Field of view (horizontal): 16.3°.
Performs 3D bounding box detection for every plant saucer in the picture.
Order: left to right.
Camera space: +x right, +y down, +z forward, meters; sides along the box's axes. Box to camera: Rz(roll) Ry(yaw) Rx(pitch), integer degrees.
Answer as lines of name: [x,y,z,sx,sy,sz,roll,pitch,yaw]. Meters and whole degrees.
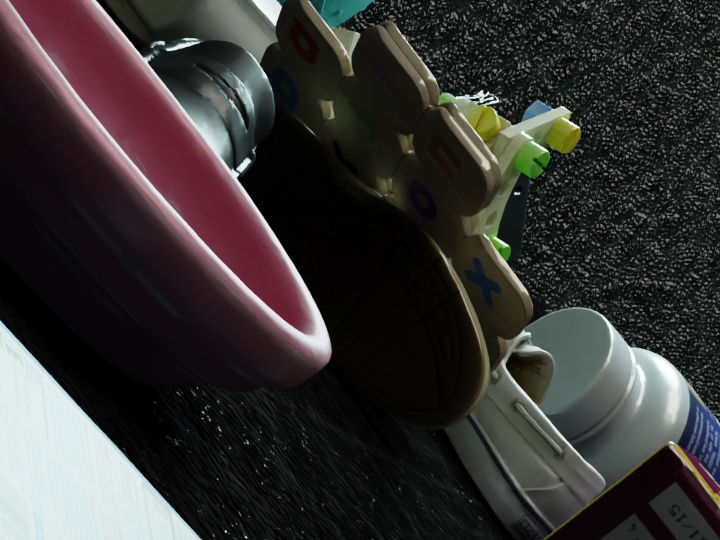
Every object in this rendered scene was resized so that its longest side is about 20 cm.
plant saucer: [-0.088,-0.038,0.757,0.201,0.051,0.201,51,6,-7]

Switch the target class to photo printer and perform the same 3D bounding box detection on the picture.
photo printer: [-0.078,-0.133,1.388,0.200,0.069,0.166,46,6,-49]

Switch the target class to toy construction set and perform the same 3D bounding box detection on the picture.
toy construction set: [0.030,-0.054,1.352,0.200,0.131,0.092,20,15,-49]

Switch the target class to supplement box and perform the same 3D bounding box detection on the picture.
supplement box: [0.162,0.169,1.256,0.131,0.103,0.200,52,4,11]

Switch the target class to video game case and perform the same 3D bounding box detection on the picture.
video game case: [-0.026,0.100,0.534,0.200,0.018,0.143,50,5,-21]

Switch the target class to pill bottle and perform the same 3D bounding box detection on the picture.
pill bottle: [0.171,0.120,1.591,0.200,0.120,0.120,49,6,-33]

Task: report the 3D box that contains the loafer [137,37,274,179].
loafer: [-0.069,-0.060,0.962,0.068,0.070,0.201,51,5,-7]

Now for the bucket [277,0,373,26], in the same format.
bucket: [-0.077,-0.248,1.855,0.207,0.135,0.207,51,6,-7]

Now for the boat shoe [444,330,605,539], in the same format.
boat shoe: [0.073,0.062,1.371,0.071,0.070,0.200,48,8,-44]

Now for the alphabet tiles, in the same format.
alphabet tiles: [0.012,-0.032,1.220,0.196,0.015,0.200,53,-28,15]

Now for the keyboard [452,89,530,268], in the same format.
keyboard: [0.050,-0.052,1.494,0.021,0.127,0.200,13,13,29]

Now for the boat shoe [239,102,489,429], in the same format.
boat shoe: [0.000,0.000,1.189,0.200,0.072,0.065,49,4,29]
